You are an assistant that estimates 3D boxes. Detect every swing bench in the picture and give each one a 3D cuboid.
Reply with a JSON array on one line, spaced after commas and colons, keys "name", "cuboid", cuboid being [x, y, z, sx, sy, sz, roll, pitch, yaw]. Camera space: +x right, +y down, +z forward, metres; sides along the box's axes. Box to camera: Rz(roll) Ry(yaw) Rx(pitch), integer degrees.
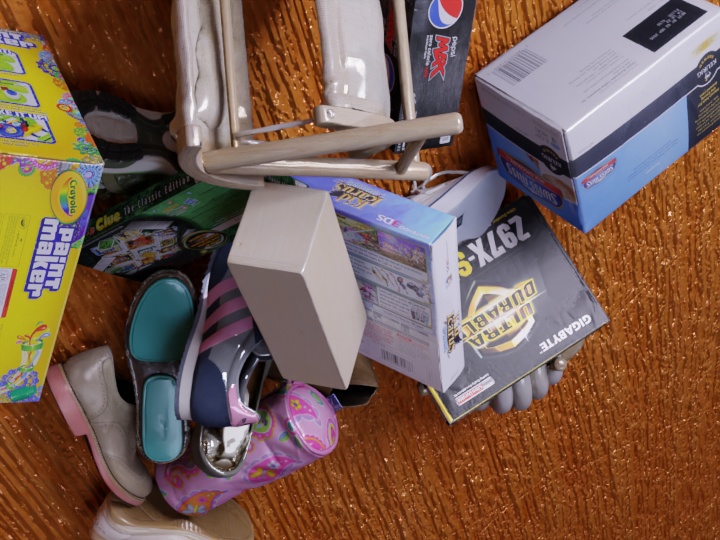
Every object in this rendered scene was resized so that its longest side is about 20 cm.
[{"name": "swing bench", "cuboid": [-0.043, -0.171, 0.792, 0.197, 0.202, 0.130, -4, 170, -9]}]

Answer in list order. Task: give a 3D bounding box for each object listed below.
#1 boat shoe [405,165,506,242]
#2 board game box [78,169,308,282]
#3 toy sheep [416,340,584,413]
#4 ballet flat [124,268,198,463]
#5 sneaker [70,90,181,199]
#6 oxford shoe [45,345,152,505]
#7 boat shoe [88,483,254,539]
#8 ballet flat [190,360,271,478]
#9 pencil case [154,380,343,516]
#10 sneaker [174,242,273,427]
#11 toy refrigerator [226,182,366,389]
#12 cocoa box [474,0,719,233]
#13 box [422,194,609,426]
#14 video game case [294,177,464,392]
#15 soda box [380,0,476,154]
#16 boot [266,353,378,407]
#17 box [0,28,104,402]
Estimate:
[{"name": "boat shoe", "cuboid": [0.067, -0.060, 1.079, 0.201, 0.085, 0.076, -37, 141, -44]}, {"name": "board game box", "cuboid": [-0.149, -0.041, 0.911, 0.198, 0.024, 0.104, -22, 152, 29]}, {"name": "toy sheep", "cuboid": [0.156, 0.097, 1.224, 0.197, 0.139, 0.139, -15, 134, -4]}, {"name": "ballet flat", "cuboid": [-0.186, 0.081, 1.026, 0.067, 0.075, 0.203, 1, 113, -9]}, {"name": "sneaker", "cuboid": [-0.182, -0.089, 0.914, 0.198, 0.078, 0.088, 16, 147, -42]}, {"name": "oxford shoe", "cuboid": [-0.233, 0.155, 1.065, 0.074, 0.071, 0.201, -29, 136, -12]}, {"name": "boat shoe", "cuboid": [-0.206, 0.278, 1.191, 0.199, 0.074, 0.069, 23, 123, -41]}, {"name": "ballet flat", "cuboid": [-0.112, 0.097, 1.034, 0.066, 0.064, 0.203, 13, 87, -22]}, {"name": "pencil case", "cuboid": [-0.115, 0.179, 1.109, 0.199, 0.088, 0.087, -30, 141, 27]}, {"name": "sneaker", "cuboid": [-0.105, 0.043, 0.985, 0.070, 0.081, 0.203, 72, 30, -77]}, {"name": "toy refrigerator", "cuboid": [-0.050, 0.018, 0.903, 0.069, 0.077, 0.201, 8, 151, 15]}, {"name": "cocoa box", "cuboid": [0.231, -0.162, 1.033, 0.199, 0.133, 0.132, -37, 136, -13]}, {"name": "box", "cuboid": [0.133, 0.040, 1.141, 0.198, 0.161, 0.049, -31, 169, -6]}, {"name": "video game case", "cuboid": [0.000, 0.000, 0.996, 0.045, 0.198, 0.183, -46, 145, -33]}, {"name": "soda box", "cuboid": [0.053, -0.206, 0.945, 0.062, 0.071, 0.202, -11, 130, -23]}, {"name": "boot", "cuboid": [-0.061, 0.093, 1.121, 0.198, 0.076, 0.074, 14, 119, -38]}, {"name": "box", "cuboid": [-0.285, -0.045, 0.777, 0.121, 0.193, 0.202, 3, 124, -34]}]
